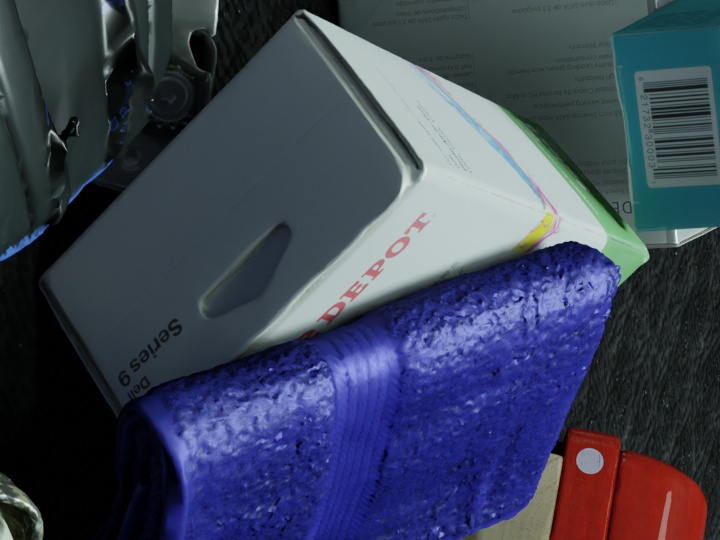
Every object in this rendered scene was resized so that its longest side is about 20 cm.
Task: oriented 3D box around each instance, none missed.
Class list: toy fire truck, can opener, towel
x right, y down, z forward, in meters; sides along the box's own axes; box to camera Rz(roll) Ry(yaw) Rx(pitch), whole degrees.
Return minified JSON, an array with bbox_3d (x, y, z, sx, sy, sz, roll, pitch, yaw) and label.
[{"bbox_3d":[0.124,0.159,0.905,0.176,0.199,0.129,96,6,-65],"label":"toy fire truck"},{"bbox_3d":[-0.077,-0.121,0.769,0.067,0.053,0.201,105,-9,-76],"label":"can opener"},{"bbox_3d":[-0.002,0.070,0.728,0.200,0.050,0.148,-20,150,-31],"label":"towel"}]

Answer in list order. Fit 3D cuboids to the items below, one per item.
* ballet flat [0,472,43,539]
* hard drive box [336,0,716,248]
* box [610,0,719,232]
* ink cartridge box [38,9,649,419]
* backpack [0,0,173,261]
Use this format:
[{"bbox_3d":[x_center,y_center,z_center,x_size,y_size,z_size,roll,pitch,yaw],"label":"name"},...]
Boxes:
[{"bbox_3d":[-0.153,0.121,0.581,0.200,0.072,0.072,-53,133,-48],"label":"ballet flat"},{"bbox_3d":[0.074,-0.111,0.914,0.077,0.155,0.201,-19,106,-61],"label":"hard drive box"},{"bbox_3d":[0.167,-0.080,0.871,0.200,0.049,0.083,-32,117,-59],"label":"box"},{"bbox_3d":[0.000,0.000,0.771,0.088,0.145,0.200,53,19,24],"label":"ink cartridge box"},{"bbox_3d":[-0.144,-0.099,0.501,0.163,0.167,0.200,-52,126,-46],"label":"backpack"}]
